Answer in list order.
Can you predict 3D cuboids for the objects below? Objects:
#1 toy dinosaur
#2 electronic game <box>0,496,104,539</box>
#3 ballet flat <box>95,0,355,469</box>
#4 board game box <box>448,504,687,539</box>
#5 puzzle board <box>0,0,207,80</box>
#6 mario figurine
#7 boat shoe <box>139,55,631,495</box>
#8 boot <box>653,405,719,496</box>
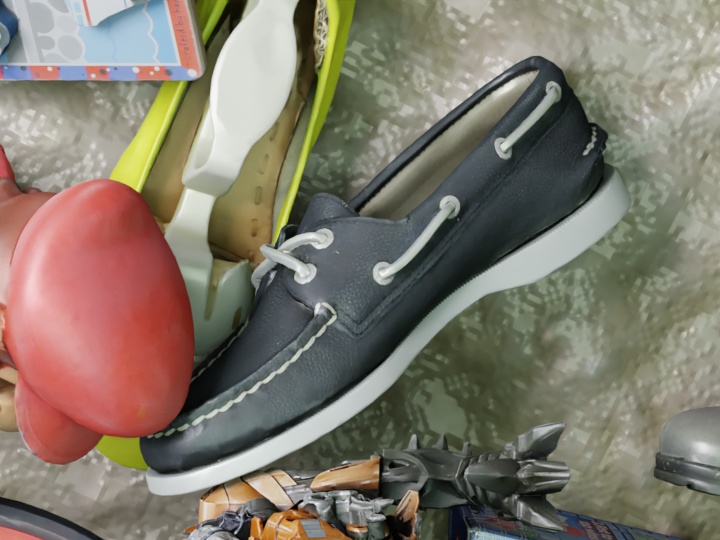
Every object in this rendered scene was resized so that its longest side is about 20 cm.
[{"bbox_3d":[-0.009,0.089,0.881,0.135,0.200,0.102,2,116,-7],"label":"toy dinosaur"},{"bbox_3d":[-0.136,0.167,0.896,0.200,0.042,0.200,-1,100,-6],"label":"electronic game"},{"bbox_3d":[-0.051,-0.023,0.941,0.067,0.067,0.200,18,99,-8],"label":"ballet flat"},{"bbox_3d":[0.129,0.178,0.998,0.199,0.062,0.200,0,100,-4],"label":"board game box"},{"bbox_3d":[-0.137,-0.142,0.869,0.150,0.017,0.200,2,128,17],"label":"puzzle board"},{"bbox_3d":[-0.143,0.007,0.895,0.200,0.106,0.124,26,74,20],"label":"mario figurine"},{"bbox_3d":[0.000,0.000,0.924,0.200,0.076,0.060,-37,109,-30],"label":"boat shoe"},{"bbox_3d":[0.193,0.010,0.977,0.200,0.068,0.131,-5,96,-12],"label":"boot"}]
